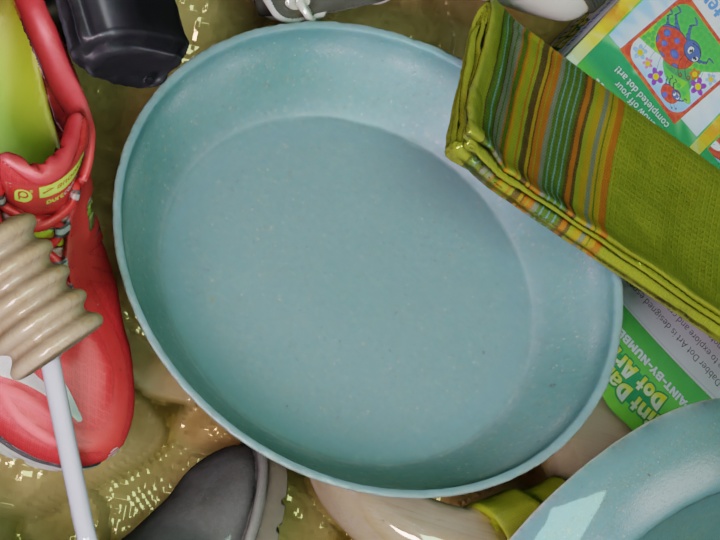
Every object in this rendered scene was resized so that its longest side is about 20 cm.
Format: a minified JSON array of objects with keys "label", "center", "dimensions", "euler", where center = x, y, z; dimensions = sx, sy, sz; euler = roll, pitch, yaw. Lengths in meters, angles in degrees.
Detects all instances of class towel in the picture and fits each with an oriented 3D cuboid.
[{"label":"towel","center":[0.118,-0.025,1.056],"dimensions":[0.200,0.018,0.086],"euler":[33,44,-20]}]

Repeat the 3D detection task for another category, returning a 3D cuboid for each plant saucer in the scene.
[{"label":"plant saucer","center":[0.000,0.000,1.014],"dimensions":[0.200,0.036,0.200],"euler":[10,58,-17]},{"label":"plant saucer","center":[0.101,0.138,1.042],"dimensions":[0.200,0.200,0.027],"euler":[-40,56,-16]}]

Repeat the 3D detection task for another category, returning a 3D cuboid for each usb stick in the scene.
[{"label":"usb stick","center":[-0.108,-0.160,0.981],"dimensions":[0.055,0.033,0.200],"euler":[5,64,-56]}]

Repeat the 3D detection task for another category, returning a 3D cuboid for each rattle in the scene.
[{"label":"rattle","center":[0.003,0.069,1.083],"dimensions":[0.200,0.143,0.130],"euler":[29,65,12]}]

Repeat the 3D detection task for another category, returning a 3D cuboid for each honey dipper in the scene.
[{"label":"honey dipper","center":[-0.157,-0.055,0.917],"dimensions":[0.038,0.038,0.200],"euler":[-34,89,-17]}]

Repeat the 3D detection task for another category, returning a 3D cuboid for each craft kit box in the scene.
[{"label":"craft kit box","center":[0.147,-0.022,1.127],"dimensions":[0.198,0.049,0.200],"euler":[-46,102,-18]}]

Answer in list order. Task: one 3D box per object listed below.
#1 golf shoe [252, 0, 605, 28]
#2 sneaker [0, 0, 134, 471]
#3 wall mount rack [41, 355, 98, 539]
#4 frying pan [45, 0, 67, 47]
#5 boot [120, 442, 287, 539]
[{"label":"golf shoe","center":[0.000,-0.129,1.071],"dimensions":[0.200,0.077,0.088],"euler":[21,89,-8]},{"label":"sneaker","center":[-0.124,-0.022,0.965],"dimensions":[0.077,0.085,0.200],"euler":[-18,97,-25]},{"label":"wall mount rack","center":[-0.141,0.116,0.937],"dimensions":[0.200,0.075,0.174],"euler":[-16,75,-16]},{"label":"frying pan","center":[-0.111,-0.170,1.025],"dimensions":[0.115,0.031,0.190],"euler":[31,92,6]},{"label":"boot","center":[-0.145,0.107,1.006],"dimensions":[0.200,0.073,0.182],"euler":[29,78,-14]}]
